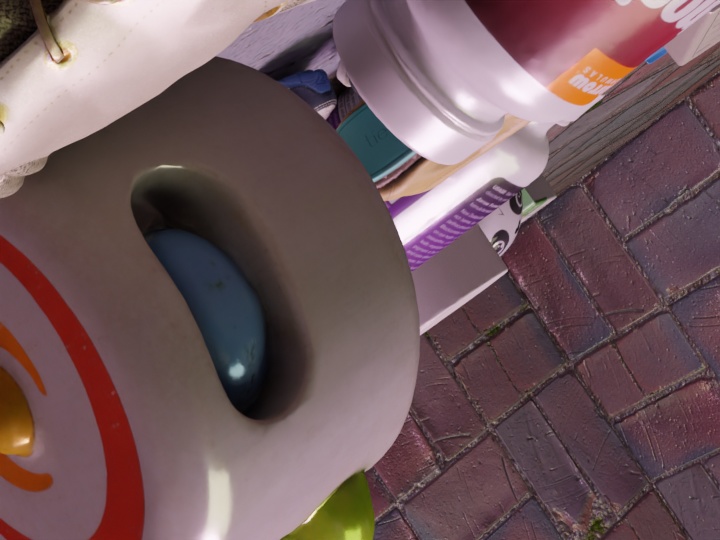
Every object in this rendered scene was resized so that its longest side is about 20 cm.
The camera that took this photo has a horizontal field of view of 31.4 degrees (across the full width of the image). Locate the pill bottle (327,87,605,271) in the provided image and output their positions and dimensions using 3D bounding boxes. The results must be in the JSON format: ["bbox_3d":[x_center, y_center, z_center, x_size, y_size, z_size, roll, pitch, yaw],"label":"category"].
[{"bbox_3d":[0.040,-0.075,0.754,0.199,0.112,0.111,-37,175,22],"label":"pill bottle"}]

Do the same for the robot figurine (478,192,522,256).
[{"bbox_3d":[0.086,-0.050,1.200,0.124,0.152,0.200,-21,173,-7],"label":"robot figurine"}]

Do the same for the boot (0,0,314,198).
[{"bbox_3d":[-0.064,-0.079,0.290,0.154,0.073,0.200,-32,175,-4],"label":"boot"}]

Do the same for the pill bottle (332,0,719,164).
[{"bbox_3d":[0.087,-0.133,0.507,0.199,0.114,0.113,-38,174,29],"label":"pill bottle"}]

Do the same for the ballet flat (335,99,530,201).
[{"bbox_3d":[0.070,-0.098,0.622,0.199,0.069,0.063,-30,159,28],"label":"ballet flat"}]

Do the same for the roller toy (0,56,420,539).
[{"bbox_3d":[-0.085,0.023,0.468,0.139,0.199,0.184,-30,138,-42],"label":"roller toy"}]

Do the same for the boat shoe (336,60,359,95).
[{"bbox_3d":[0.073,-0.141,0.638,0.199,0.062,0.073,-37,175,22],"label":"boat shoe"}]

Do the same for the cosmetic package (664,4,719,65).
[{"bbox_3d":[0.250,-0.222,0.903,0.103,0.088,0.200,-36,174,5],"label":"cosmetic package"}]

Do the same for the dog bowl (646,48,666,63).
[{"bbox_3d":[0.259,-0.221,1.190,0.199,0.050,0.111,-33,175,-26],"label":"dog bowl"}]

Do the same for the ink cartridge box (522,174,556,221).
[{"bbox_3d":[0.140,-0.066,1.649,0.199,0.084,0.145,-37,174,20],"label":"ink cartridge box"}]

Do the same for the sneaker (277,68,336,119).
[{"bbox_3d":[-0.057,-0.024,0.687,0.077,0.085,0.200,-29,164,-48],"label":"sneaker"}]

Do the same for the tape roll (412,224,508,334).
[{"bbox_3d":[0.000,0.000,1.034,0.202,0.140,0.203,-34,174,-4],"label":"tape roll"}]
